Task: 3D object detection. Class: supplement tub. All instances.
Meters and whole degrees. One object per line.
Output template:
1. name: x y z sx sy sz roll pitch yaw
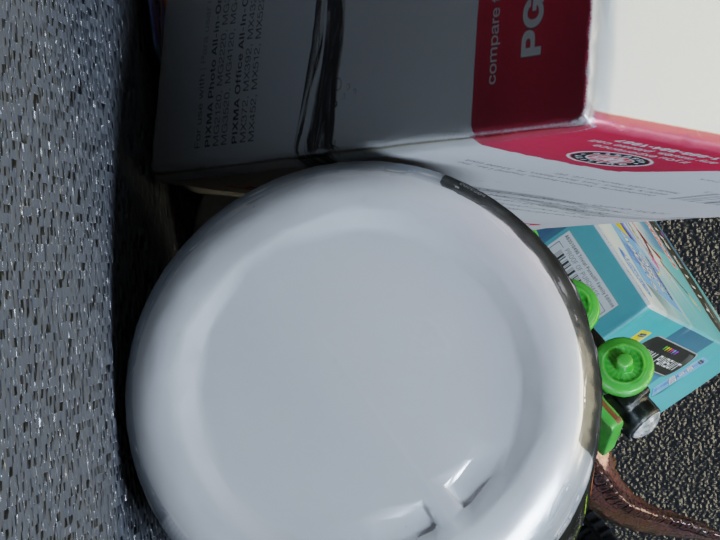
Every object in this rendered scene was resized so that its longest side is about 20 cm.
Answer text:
1. supplement tub: 0.006 0.046 0.831 0.200 0.122 0.123 72 15 -79

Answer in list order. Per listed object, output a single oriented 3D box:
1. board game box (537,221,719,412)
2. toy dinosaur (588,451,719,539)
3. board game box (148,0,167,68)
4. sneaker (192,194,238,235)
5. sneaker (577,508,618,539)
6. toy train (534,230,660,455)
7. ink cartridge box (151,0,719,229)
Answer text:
1. board game box: 0.078 -0.025 1.180 0.151 0.047 0.200 58 11 15
2. toy dinosaur: 0.064 0.048 1.219 0.200 0.086 0.136 43 -28 22
3. board game box: -0.040 -0.121 0.932 0.200 0.039 0.158 77 9 -73
4. sneaker: 0.000 0.000 0.968 0.073 0.085 0.200 -57 164 -16
5. sneaker: 0.046 0.125 1.179 0.200 0.066 0.079 24 -45 49
6. toy train: 0.027 -0.008 1.060 0.200 0.056 0.042 48 -18 17
7. ink cartridge box: 0.056 -0.061 0.808 0.200 0.145 0.084 -3 -98 55
